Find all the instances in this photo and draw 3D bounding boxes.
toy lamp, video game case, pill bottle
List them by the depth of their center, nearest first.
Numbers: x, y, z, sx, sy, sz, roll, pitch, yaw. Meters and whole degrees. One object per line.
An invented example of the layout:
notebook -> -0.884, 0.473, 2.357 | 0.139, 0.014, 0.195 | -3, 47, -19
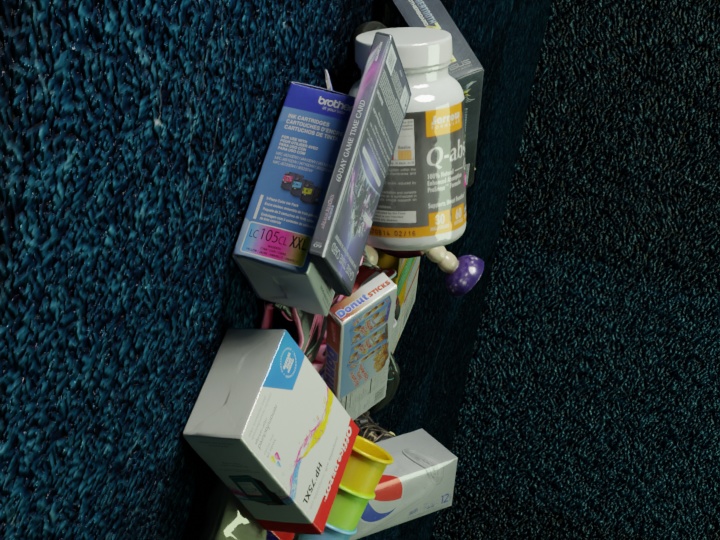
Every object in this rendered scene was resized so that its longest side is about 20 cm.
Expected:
video game case -> 0.002, -0.089, 1.351 | 0.143, 0.019, 0.202 | 58, 48, -74
pill bottle -> 0.045, -0.129, 1.509 | 0.116, 0.115, 0.202 | -52, 142, -65
toy lamp -> 0.045, -0.049, 1.626 | 0.058, 0.200, 0.058 | -42, -157, 22

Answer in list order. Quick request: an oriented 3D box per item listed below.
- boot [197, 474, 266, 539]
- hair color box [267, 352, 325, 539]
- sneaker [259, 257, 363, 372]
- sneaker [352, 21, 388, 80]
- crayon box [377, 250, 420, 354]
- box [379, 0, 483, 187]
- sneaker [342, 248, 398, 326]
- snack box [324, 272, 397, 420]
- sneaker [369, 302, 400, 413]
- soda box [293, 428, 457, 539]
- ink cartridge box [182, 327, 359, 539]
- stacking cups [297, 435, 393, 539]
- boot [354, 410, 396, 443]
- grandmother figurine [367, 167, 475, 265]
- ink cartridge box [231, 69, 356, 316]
boot -> -0.109, 0.236, 1.499 | 0.200, 0.071, 0.156 | 29, 74, -77
hair color box -> -0.076, 0.193, 1.640 | 0.109, 0.064, 0.202 | -51, 153, -64
sneaker -> -0.056, 0.014, 1.484 | 0.095, 0.078, 0.202 | 2, 102, -68
sneaker -> 0.016, -0.160, 1.615 | 0.060, 0.104, 0.201 | -43, 116, -35
crayon box -> 0.035, 0.005, 1.876 | 0.201, 0.051, 0.126 | 96, 14, -47
box -> 0.072, -0.199, 1.658 | 0.201, 0.051, 0.158 | 90, -26, -56
sneaker -> 0.000, 0.000, 1.615 | 0.201, 0.111, 0.072 | -63, 156, -50
snack box -> -0.002, 0.085, 1.534 | 0.072, 0.024, 0.201 | -33, 152, -24
sneaker -> -0.001, 0.100, 1.818 | 0.079, 0.075, 0.201 | -47, 148, -40
soda box -> 0.002, 0.229, 1.598 | 0.199, 0.068, 0.064 | -13, 122, -31
ink cartridge box -> -0.068, 0.156, 1.391 | 0.200, 0.067, 0.117 | 56, 45, -42
stacking cups -> -0.039, 0.258, 1.504 | 0.201, 0.060, 0.060 | -63, 172, 8
boot -> -0.007, 0.158, 1.703 | 0.073, 0.150, 0.201 | -11, 127, -41
grandmother figurine -> 0.044, -0.061, 1.755 | 0.200, 0.121, 0.061 | -47, 152, -4
ink cartridge box -> -0.041, -0.076, 1.390 | 0.137, 0.076, 0.202 | 71, 37, -71
